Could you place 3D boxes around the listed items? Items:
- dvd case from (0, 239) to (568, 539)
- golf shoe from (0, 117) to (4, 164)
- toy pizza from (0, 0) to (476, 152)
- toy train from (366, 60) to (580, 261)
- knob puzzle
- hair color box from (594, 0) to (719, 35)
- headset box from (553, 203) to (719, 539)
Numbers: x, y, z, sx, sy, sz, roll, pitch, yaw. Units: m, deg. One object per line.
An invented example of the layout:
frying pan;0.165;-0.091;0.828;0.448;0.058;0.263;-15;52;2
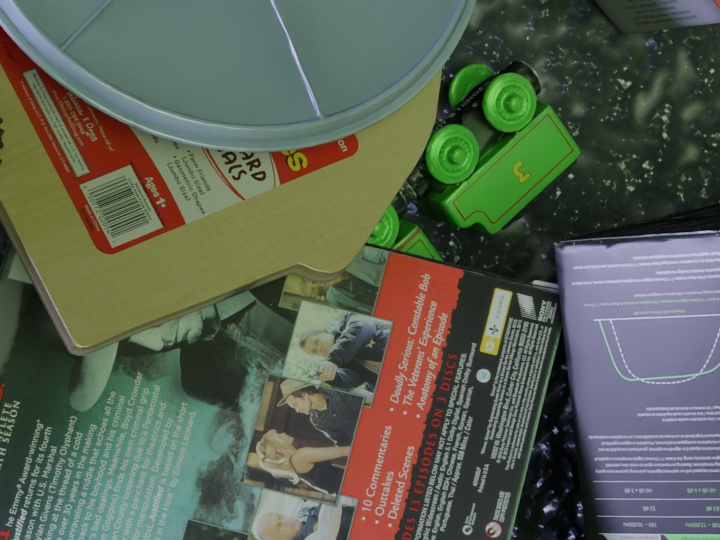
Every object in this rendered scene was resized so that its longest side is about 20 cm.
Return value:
dvd case;-0.039;0.053;1.039;0.199;0.022;0.147;13;73;3
golf shoe;-0.195;0.012;0.974;0.078;0.094;0.200;42;98;-2
toy pizza;-0.052;-0.131;1.049;0.199;0.032;0.201;7;67;-17
toy train;0.000;0.000;1.097;0.200;0.042;0.056;-43;115;-12
knob puzzle;-0.057;-0.080;1.061;0.219;0.030;0.220;7;66;-16
hair color box;0.074;-0.181;1.081;0.061;0.101;0.200;-45;105;-12
headset box;0.162;0.075;1.084;0.174;0.093;0.201;-14;98;-54
